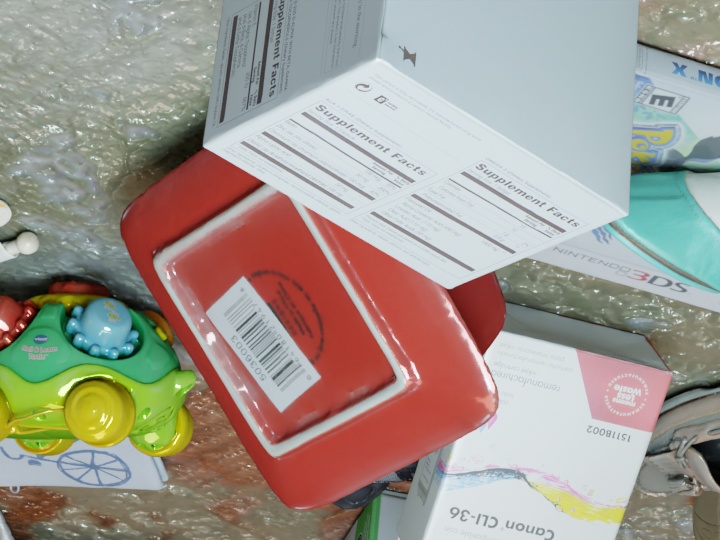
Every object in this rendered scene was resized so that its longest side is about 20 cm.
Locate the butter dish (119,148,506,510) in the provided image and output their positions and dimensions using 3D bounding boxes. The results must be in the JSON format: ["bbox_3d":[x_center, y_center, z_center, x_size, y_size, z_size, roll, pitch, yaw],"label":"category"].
[{"bbox_3d":[0.000,0.000,1.536,0.199,0.148,0.200,-30,92,46],"label":"butter dish"}]

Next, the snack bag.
[{"bbox_3d":[-0.239,0.095,1.853,0.200,0.021,0.189,0,149,11],"label":"snack bag"}]

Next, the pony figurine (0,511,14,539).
[{"bbox_3d":[-0.205,0.271,2.050,0.200,0.167,0.193,13,117,-6],"label":"pony figurine"}]

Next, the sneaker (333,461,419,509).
[{"bbox_3d":[0.041,0.109,1.778,0.200,0.076,0.114,13,155,-10],"label":"sneaker"}]

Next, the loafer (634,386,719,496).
[{"bbox_3d":[0.229,0.106,1.741,0.072,0.063,0.200,21,147,-25],"label":"loafer"}]

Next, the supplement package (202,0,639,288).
[{"bbox_3d":[0.034,-0.122,1.248,0.156,0.200,0.111,29,144,-35],"label":"supplement package"}]

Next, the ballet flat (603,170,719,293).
[{"bbox_3d":[0.212,-0.016,1.506,0.200,0.067,0.070,29,119,-34],"label":"ballet flat"}]

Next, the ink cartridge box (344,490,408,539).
[{"bbox_3d":[0.017,0.262,1.968,0.084,0.146,0.200,11,150,-11],"label":"ink cartridge box"}]

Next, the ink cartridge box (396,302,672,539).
[{"bbox_3d":[0.096,0.128,1.685,0.116,0.068,0.200,13,106,-13],"label":"ink cartridge box"}]

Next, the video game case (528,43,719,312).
[{"bbox_3d":[0.179,-0.044,1.534,0.182,0.022,0.200,15,148,-16],"label":"video game case"}]

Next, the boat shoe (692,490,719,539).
[{"bbox_3d":[0.282,0.138,1.777,0.065,0.072,0.200,7,154,-27],"label":"boat shoe"}]

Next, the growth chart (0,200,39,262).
[{"bbox_3d":[-0.298,-0.039,1.639,0.145,0.018,0.200,-23,140,39],"label":"growth chart"}]

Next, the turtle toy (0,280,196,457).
[{"bbox_3d":[-0.193,0.058,1.697,0.200,0.101,0.146,0,173,14],"label":"turtle toy"}]
